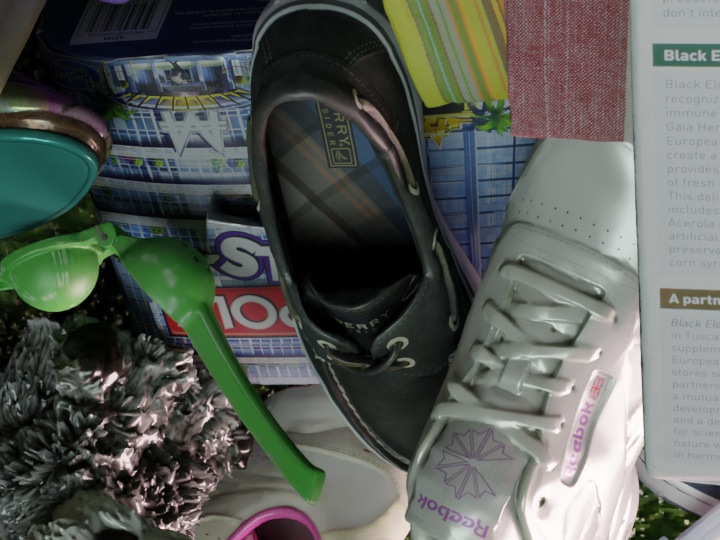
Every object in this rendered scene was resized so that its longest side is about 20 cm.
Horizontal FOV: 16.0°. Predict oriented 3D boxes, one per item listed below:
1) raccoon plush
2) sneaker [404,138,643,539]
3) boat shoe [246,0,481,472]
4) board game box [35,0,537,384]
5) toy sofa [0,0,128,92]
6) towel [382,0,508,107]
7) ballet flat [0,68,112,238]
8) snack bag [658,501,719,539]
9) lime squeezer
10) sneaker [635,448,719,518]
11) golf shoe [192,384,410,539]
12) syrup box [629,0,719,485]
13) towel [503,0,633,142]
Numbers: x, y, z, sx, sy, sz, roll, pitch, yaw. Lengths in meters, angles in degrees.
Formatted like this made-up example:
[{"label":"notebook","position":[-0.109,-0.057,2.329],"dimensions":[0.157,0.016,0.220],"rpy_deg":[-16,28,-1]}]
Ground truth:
[{"label":"raccoon plush","position":[-0.116,0.101,0.943],"dimensions":[0.097,0.134,0.200],"rpy_deg":[29,155,-25]},{"label":"sneaker","position":[0.063,0.039,0.808],"dimensions":[0.075,0.100,0.200],"rpy_deg":[22,118,22]},{"label":"boat shoe","position":[0.000,0.000,0.831],"dimensions":[0.069,0.057,0.200],"rpy_deg":[-4,129,16]},{"label":"board game box","position":[0.001,-0.006,0.905],"dimensions":[0.200,0.062,0.200],"rpy_deg":[-2,129,15]},{"label":"toy sofa","position":[-0.100,-0.152,0.784],"dimensions":[0.098,0.083,0.200],"rpy_deg":[18,130,-2]},{"label":"towel","position":[0.100,-0.094,0.740],"dimensions":[0.200,0.018,0.086],"rpy_deg":[-6,130,20]},{"label":"ballet flat","position":[-0.153,-0.034,0.907],"dimensions":[0.069,0.071,0.200],"rpy_deg":[25,143,-28]},{"label":"snack bag","position":[0.213,0.095,0.877],"dimensions":[0.200,0.021,0.189],"rpy_deg":[15,145,-19]},{"label":"lime squeezer","position":[-0.093,0.017,0.877],"dimensions":[0.200,0.038,0.071],"rpy_deg":[16,98,20]},{"label":"sneaker","position":[0.199,0.035,0.875],"dimensions":[0.202,0.077,0.146],"rpy_deg":[8,144,-6]},{"label":"golf shoe","position":[-0.063,0.105,0.999],"dimensions":[0.200,0.092,0.075],"rpy_deg":[-21,124,30]},{"label":"syrup box","position":[0.116,-0.040,0.687],"dimensions":[0.081,0.079,0.200],"rpy_deg":[2,129,10]},{"label":"towel","position":[0.138,-0.093,0.705],"dimensions":[0.200,0.023,0.144],"rpy_deg":[4,130,9]}]
